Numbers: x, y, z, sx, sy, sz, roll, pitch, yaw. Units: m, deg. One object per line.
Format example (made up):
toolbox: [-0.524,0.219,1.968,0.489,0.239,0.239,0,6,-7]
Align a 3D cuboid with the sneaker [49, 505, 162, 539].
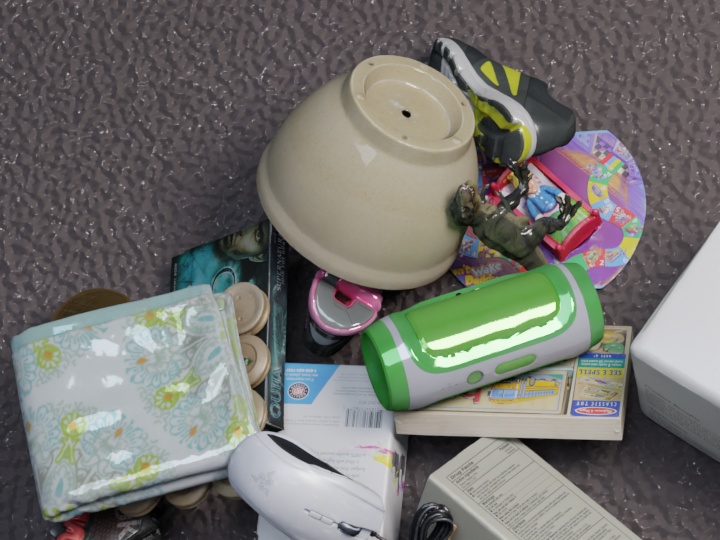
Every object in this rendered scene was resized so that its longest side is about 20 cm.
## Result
sneaker: [-0.214,0.207,1.766,0.097,0.071,0.202,19,63,1]

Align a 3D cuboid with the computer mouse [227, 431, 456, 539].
computer mouse: [-0.022,0.206,1.619,0.199,0.044,0.110,29,104,-5]

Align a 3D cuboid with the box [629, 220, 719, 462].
box: [0.361,0.066,1.639,0.198,0.171,0.201,32,78,21]

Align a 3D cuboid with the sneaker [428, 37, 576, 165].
sneaker: [0.128,-0.156,1.826,0.084,0.075,0.200,-5,35,-26]

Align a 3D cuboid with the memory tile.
memory tile: [-0.149,0.113,1.728,0.152,0.017,0.201,-10,63,22]

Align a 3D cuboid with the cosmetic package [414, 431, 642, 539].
cosmetic package: [0.152,0.233,1.651,0.200,0.073,0.103,39,46,24]

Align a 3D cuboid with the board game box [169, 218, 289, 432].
board game box: [-0.123,0.063,1.785,0.135,0.028,0.201,-21,58,37]

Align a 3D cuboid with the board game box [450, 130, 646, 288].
board game box: [0.162,-0.061,1.804,0.198,0.039,0.159,-2,68,12]

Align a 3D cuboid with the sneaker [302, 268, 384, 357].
sneaker: [0.000,0.000,1.797,0.079,0.096,0.200,30,52,5]

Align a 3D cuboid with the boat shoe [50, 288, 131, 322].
boat shoe: [-0.259,0.092,1.796,0.073,0.067,0.200,14,36,4]

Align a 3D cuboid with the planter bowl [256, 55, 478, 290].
planter bowl: [0.022,-0.102,1.729,0.199,0.135,0.201,15,43,-15]

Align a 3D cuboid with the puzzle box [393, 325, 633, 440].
puzzle box: [0.136,0.095,1.719,0.198,0.026,0.133,0,36,12]

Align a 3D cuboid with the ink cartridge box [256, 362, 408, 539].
ink cartridge box: [-0.023,0.188,1.730,0.114,0.068,0.202,1,69,14]

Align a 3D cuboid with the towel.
towel: [-0.191,0.110,1.676,0.198,0.048,0.172,-15,61,-3]

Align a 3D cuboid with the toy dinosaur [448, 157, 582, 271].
toy dinosaur: [0.147,-0.041,1.735,0.047,0.200,0.089,7,64,51]

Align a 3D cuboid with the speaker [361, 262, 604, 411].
speaker: [0.105,0.056,1.685,0.199,0.089,0.089,-17,65,-12]
